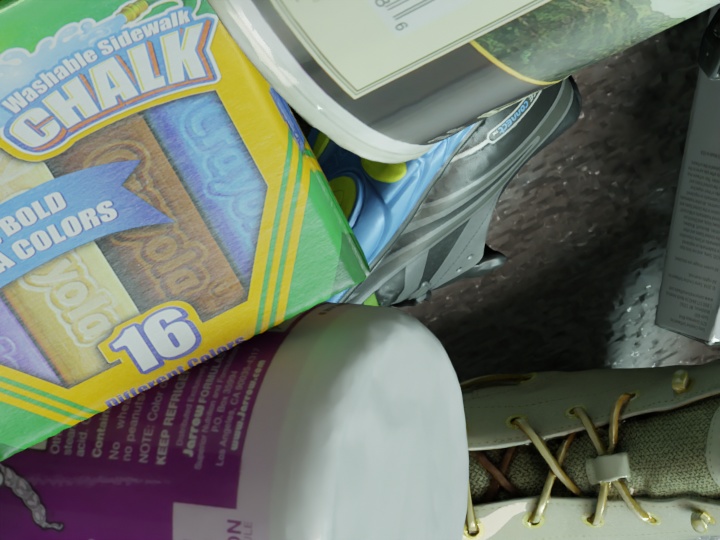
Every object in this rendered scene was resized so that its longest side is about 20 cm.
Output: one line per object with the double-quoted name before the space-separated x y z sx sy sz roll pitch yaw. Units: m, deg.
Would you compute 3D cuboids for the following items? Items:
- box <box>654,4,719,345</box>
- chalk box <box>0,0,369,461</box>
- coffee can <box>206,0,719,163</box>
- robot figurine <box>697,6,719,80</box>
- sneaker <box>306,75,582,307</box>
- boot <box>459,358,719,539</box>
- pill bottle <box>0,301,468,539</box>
"box" 0.196 -0.042 0.902 0.199 0.036 0.145 6 98 -32
"chalk box" -0.097 -0.068 0.694 0.123 0.125 0.200 -26 142 0
"coffee can" 0.062 -0.132 0.624 0.199 0.147 0.146 -25 144 24
"robot figurine" 0.165 -0.118 0.767 0.144 0.058 0.201 -14 139 -14
"sneaker" 0.000 -0.001 0.864 0.082 0.071 0.200 17 124 -40
"boot" 0.073 0.067 0.907 0.199 0.072 0.154 -6 178 -41
"pill bottle" -0.077 0.060 0.797 0.199 0.113 0.112 3 149 25
